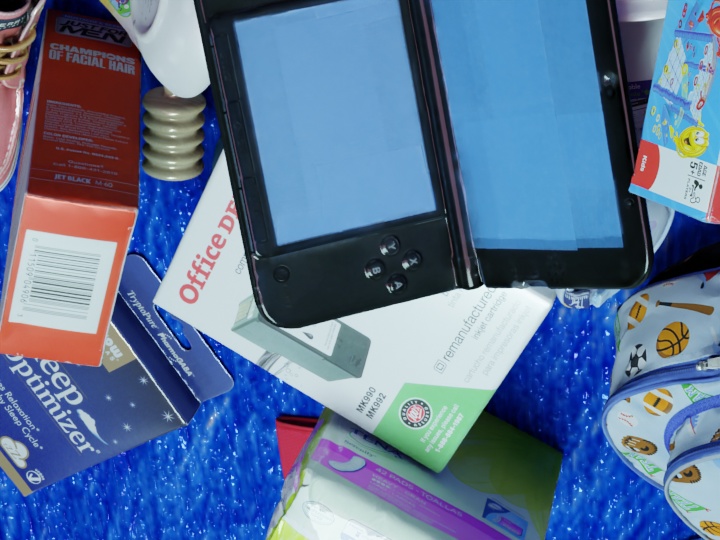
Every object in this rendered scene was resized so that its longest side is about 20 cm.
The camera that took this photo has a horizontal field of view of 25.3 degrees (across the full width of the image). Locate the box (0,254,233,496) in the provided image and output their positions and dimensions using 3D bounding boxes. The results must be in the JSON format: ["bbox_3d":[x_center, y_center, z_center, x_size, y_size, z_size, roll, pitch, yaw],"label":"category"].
[{"bbox_3d":[-0.197,0.075,1.114,0.200,0.032,0.121,-26,108,29],"label":"box"}]

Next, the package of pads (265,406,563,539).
[{"bbox_3d":[0.034,0.138,0.966,0.154,0.200,0.068,28,112,2],"label":"package of pads"}]

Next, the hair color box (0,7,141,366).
[{"bbox_3d":[-0.165,-0.052,0.921,0.064,0.200,0.111,9,126,-15],"label":"hair color box"}]

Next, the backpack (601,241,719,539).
[{"bbox_3d":[0.233,0.074,0.884,0.190,0.154,0.200,-7,137,39],"label":"backpack"}]

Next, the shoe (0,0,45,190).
[{"bbox_3d":[-0.216,-0.132,0.903,0.091,0.071,0.201,22,116,55],"label":"shoe"}]

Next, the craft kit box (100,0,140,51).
[{"bbox_3d":[-0.092,-0.229,0.891,0.200,0.049,0.198,-30,109,31],"label":"craft kit box"}]

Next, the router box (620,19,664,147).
[{"bbox_3d":[0.203,-0.131,0.840,0.199,0.049,0.180,-4,118,22],"label":"router box"}]

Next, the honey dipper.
[{"bbox_3d":[-0.104,-0.148,0.899,0.038,0.038,0.201,11,119,13],"label":"honey dipper"}]

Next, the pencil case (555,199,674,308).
[{"bbox_3d":[0.077,-0.069,0.857,0.200,0.083,0.091,46,170,22],"label":"pencil case"}]

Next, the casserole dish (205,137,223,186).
[{"bbox_3d":[-0.009,-0.035,0.978,0.199,0.039,0.121,-2,118,21],"label":"casserole dish"}]

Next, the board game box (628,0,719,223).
[{"bbox_3d":[0.233,-0.120,0.722,0.199,0.056,0.196,0,107,-29],"label":"board game box"}]

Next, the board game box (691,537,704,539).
[{"bbox_3d":[0.193,0.269,0.988,0.159,0.200,0.097,-20,112,28],"label":"board game box"}]

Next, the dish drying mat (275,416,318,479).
[{"bbox_3d":[-0.011,0.191,1.124,0.077,0.018,0.201,2,120,19],"label":"dish drying mat"}]

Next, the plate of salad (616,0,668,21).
[{"bbox_3d":[0.136,-0.213,0.773,0.199,0.048,0.201,-4,78,18],"label":"plate of salad"}]

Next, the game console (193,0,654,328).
[{"bbox_3d":[0.026,-0.076,0.757,0.170,0.118,0.201,-13,100,-13],"label":"game console"}]

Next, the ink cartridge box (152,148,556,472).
[{"bbox_3d":[0.000,0.000,0.922,0.200,0.084,0.146,30,124,1],"label":"ink cartridge box"}]

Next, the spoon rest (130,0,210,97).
[{"bbox_3d":[-0.077,-0.188,0.820,0.060,0.099,0.201,2,104,-27],"label":"spoon rest"}]
